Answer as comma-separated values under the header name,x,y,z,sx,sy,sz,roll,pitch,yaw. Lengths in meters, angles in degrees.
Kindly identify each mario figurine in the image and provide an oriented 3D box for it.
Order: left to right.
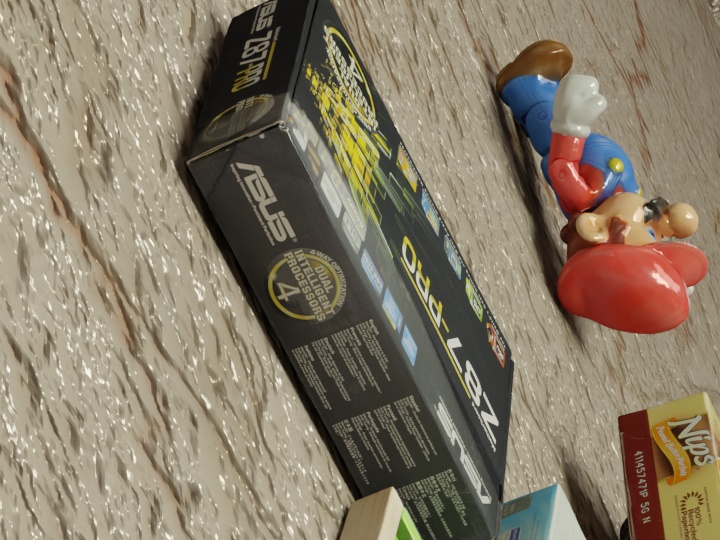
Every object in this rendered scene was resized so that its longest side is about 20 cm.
name,x,y,z,sx,sy,sz,roll,pitch,yaw
mario figurine,0.158,-0.050,1.726,0.123,0.106,0.200,7,45,-35

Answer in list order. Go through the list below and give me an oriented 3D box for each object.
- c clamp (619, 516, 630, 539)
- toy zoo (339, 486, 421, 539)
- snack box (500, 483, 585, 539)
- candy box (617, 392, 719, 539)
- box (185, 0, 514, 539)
name,x,y,z,sx,sy,sz,roll,pitch,yaw
c clamp,0.153,0.181,1.519,0.171,0.027,0.200,67,14,0
toy zoo,0.040,0.193,1.075,0.200,0.020,0.131,64,14,-13
snack box,0.110,0.207,1.286,0.116,0.037,0.200,-65,132,-72
candy box,0.197,0.174,1.536,0.116,0.055,0.200,-91,159,-46
box,0.000,0.000,1.172,0.200,0.049,0.161,63,17,-20
